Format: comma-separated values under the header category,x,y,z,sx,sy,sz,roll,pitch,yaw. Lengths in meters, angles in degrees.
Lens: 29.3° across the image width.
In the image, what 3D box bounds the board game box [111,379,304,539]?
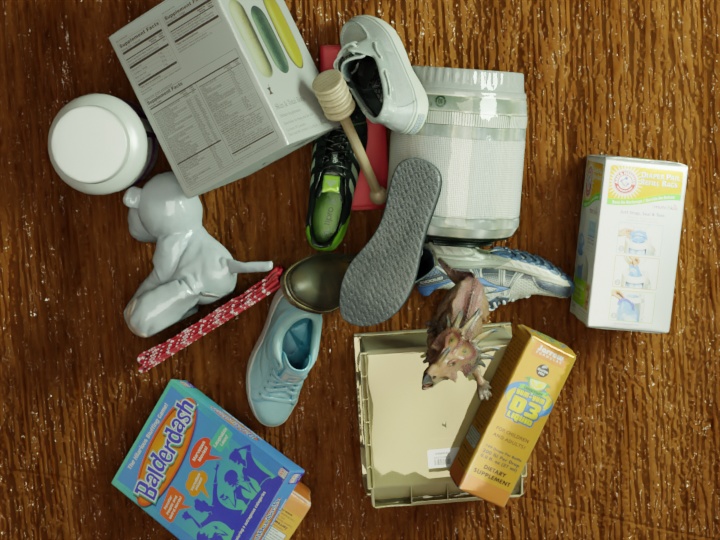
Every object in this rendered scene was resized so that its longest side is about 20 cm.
category,x,y,z,sx,sy,sz,roll,pitch,yaw
board game box,-0.186,0.249,1.660,0.199,0.045,0.153,33,96,24

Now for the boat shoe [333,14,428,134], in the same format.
category,x,y,z,sx,sy,sz,roll,pitch,yaw
boat shoe,0.011,-0.231,1.563,0.071,0.202,0.070,10,126,-35

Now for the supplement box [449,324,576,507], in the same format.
category,x,y,z,sx,sy,sz,roll,pitch,yaw
supplement box,0.177,0.169,1.613,0.066,0.069,0.202,23,94,-9

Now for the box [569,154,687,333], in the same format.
category,x,y,z,sx,sy,sz,roll,pitch,yaw
box,0.321,-0.036,1.661,0.100,0.113,0.202,5,97,-3

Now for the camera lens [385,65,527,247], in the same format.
category,x,y,z,sx,sy,sz,roll,pitch,yaw
camera lens,0.112,-0.133,1.611,0.158,0.160,0.202,3,98,-4

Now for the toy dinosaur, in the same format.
category,x,y,z,sx,sy,sz,roll,pitch,yaw
toy dinosaur,0.116,0.059,1.571,0.085,0.136,0.202,5,60,2

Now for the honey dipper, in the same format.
category,x,y,z,sx,sy,sz,roll,pitch,yaw
honey dipper,-0.005,-0.147,1.581,0.038,0.038,0.201,-27,137,1

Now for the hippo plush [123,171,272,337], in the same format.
category,x,y,z,sx,sy,sz,roll,pitch,yaw
hippo plush,-0.227,-0.024,1.602,0.158,0.200,0.162,-28,91,-20

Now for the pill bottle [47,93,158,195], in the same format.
category,x,y,z,sx,sy,sz,roll,pitch,yaw
pill bottle,-0.293,-0.143,1.564,0.111,0.200,0.114,0,95,-2

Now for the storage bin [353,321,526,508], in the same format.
category,x,y,z,sx,sy,sz,roll,pitch,yaw
storage bin,0.098,0.177,1.689,0.198,0.094,0.201,-4,99,-3

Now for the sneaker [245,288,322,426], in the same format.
category,x,y,z,sx,sy,sz,roll,pitch,yaw
sneaker,-0.092,0.114,1.651,0.073,0.082,0.202,5,118,-13

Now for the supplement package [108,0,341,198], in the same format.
category,x,y,z,sx,sy,sz,roll,pitch,yaw
supplement package,-0.149,-0.214,1.556,0.150,0.152,0.201,-25,93,27

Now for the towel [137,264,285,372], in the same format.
category,x,y,z,sx,sy,sz,roll,pitch,yaw
towel,-0.171,0.054,1.630,0.199,0.145,0.023,-32,92,1

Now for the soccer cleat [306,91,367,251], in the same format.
category,x,y,z,sx,sy,sz,roll,pitch,yaw
soccer cleat,-0.029,-0.120,1.627,0.067,0.081,0.202,7,98,0

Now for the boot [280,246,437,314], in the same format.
category,x,y,z,sx,sy,sz,roll,pitch,yaw
boot,0.000,0.000,1.603,0.097,0.199,0.075,-25,79,39

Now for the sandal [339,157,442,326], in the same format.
category,x,y,z,sx,sy,sz,roll,pitch,yaw
sandal,0.041,-0.027,1.547,0.076,0.043,0.202,26,95,8

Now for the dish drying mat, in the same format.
category,x,y,z,sx,sy,sz,roll,pitch,yaw
dish drying mat,-0.007,-0.173,1.671,0.076,0.018,0.202,-4,98,-2

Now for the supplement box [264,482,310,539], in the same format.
category,x,y,z,sx,sy,sz,roll,pitch,yaw
supplement box,-0.141,0.344,1.704,0.068,0.067,0.201,32,94,-7

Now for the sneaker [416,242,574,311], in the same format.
category,x,y,z,sx,sy,sz,roll,pitch,yaw
sneaker,0.161,0.015,1.686,0.198,0.077,0.086,12,102,5
